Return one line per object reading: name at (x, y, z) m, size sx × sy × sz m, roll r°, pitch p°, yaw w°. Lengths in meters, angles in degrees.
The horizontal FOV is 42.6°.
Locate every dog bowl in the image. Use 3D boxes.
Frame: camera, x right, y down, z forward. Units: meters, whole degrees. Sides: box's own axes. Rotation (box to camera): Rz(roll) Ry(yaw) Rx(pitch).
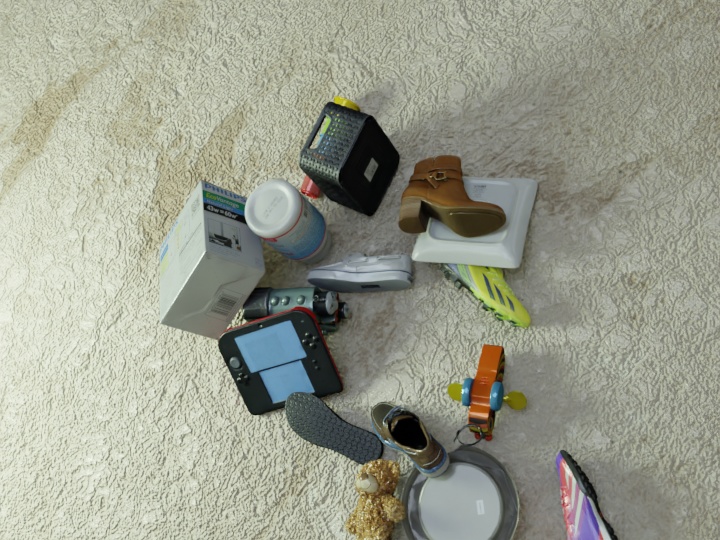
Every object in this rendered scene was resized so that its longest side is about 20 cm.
dog bowl at (0.168, 0.391, 1.519) m, size 0.197 × 0.059 × 0.203 m, roll -6°, pitch 71°, yaw 19°

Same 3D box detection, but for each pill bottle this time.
pill bottle at (-0.126, -0.083, 1.710) m, size 0.107 × 0.200 × 0.110 m, roll -7°, pitch 70°, yaw 18°

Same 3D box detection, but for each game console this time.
game console at (-0.147, 0.166, 1.671) m, size 0.198 × 0.031 × 0.179 m, roll -17°, pitch 103°, yaw 19°

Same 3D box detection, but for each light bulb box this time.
light bulb box at (-0.281, -0.019, 1.716) m, size 0.199 × 0.124 × 0.202 m, roll -51°, pitch 34°, yaw 32°

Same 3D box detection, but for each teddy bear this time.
teddy bear at (0.021, 0.417, 1.540) m, size 0.145 × 0.066 × 0.203 m, roll -171°, pitch 90°, yaw -67°

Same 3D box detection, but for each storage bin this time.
storage bin at (-0.017, -0.203, 1.708) m, size 0.093 × 0.200 × 0.137 m, roll 23°, pitch 81°, yaw 26°

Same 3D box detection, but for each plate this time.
plate at (0.204, -0.098, 1.651) m, size 0.197 × 0.032 × 0.202 m, roll 4°, pitch 55°, yaw 23°

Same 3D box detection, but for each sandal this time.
sandal at (-0.050, 0.288, 1.649) m, size 0.199 × 0.048 × 0.076 m, roll 30°, pitch 83°, yaw 14°

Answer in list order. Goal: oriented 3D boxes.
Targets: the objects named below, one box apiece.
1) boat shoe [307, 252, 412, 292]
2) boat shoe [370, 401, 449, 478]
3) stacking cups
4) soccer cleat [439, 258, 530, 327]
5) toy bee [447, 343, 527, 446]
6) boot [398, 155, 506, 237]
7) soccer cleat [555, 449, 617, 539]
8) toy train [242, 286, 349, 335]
boat shoe at (0.000, 0.000, 1.714) m, size 0.197 × 0.074 × 0.066 m, roll 1°, pitch 67°, yaw 10°
boat shoe at (0.076, 0.266, 1.555) m, size 0.072 × 0.073 × 0.199 m, roll -41°, pitch 37°, yaw -15°
stacking cups at (-0.068, -0.242, 1.822) m, size 0.060 × 0.060 × 0.202 m, roll 22°, pitch 83°, yaw 25°
soccer cleat at (0.227, 0.022, 1.618) m, size 0.200 × 0.065 × 0.084 m, roll 40°, pitch 87°, yaw 27°
toy bee at (0.199, 0.228, 1.551) m, size 0.130 × 0.109 × 0.200 m, roll 25°, pitch 58°, yaw 34°
boot at (0.167, -0.140, 1.630) m, size 0.197 × 0.074 × 0.156 m, roll 3°, pitch 50°, yaw 18°
soccer cleat at (0.344, 0.383, 1.453) m, size 0.073 × 0.068 × 0.202 m, roll -29°, pitch 67°, yaw 14°
toy train at (-0.123, 0.071, 1.705) m, size 0.197 × 0.114 × 0.087 m, roll -2°, pitch 72°, yaw 20°
